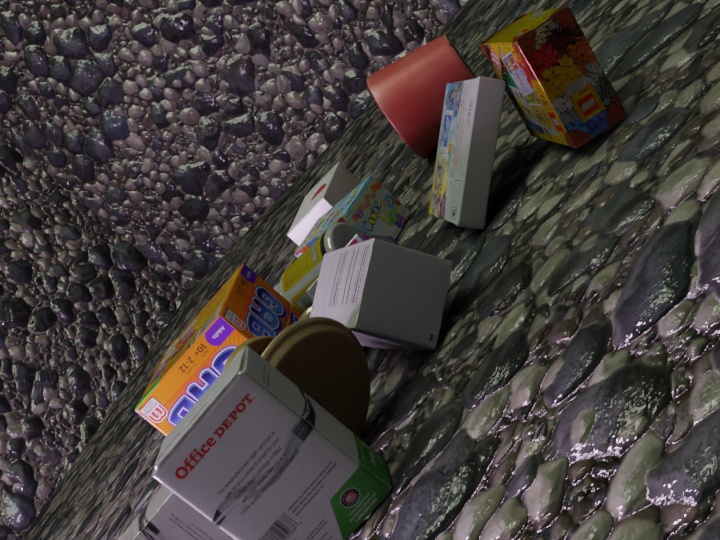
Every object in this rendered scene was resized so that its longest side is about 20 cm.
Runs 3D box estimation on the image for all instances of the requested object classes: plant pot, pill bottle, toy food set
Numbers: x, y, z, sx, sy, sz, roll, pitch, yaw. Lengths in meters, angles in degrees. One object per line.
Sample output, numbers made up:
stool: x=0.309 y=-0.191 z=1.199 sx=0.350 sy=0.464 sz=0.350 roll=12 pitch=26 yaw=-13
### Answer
plant pot: x=0.138 y=-0.352 z=1.871 sx=0.176 sy=0.201 sz=0.201 roll=-36 pitch=15 yaw=14
pill bottle: x=-0.068 y=0.018 z=1.641 sx=0.200 sy=0.114 sz=0.115 roll=-40 pitch=15 yaw=36
toy food set: x=-0.065 y=0.152 z=1.074 sx=0.048 sy=0.201 sz=0.199 roll=11 pitch=27 yaw=44

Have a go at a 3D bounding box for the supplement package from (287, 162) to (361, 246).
supplement package: x=-0.056 y=-0.115 z=1.980 sx=0.121 sy=0.120 sz=0.201 roll=-43 pitch=14 yaw=24

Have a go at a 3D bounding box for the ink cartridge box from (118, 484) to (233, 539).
ink cartridge box: x=-0.194 y=0.325 z=1.097 sx=0.201 sy=0.146 sz=0.084 roll=-49 pitch=13 yaw=0

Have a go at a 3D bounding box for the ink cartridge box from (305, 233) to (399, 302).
ink cartridge box: x=0.000 y=0.000 z=1.444 sx=0.120 sy=0.042 sz=0.200 roll=-48 pitch=-15 yaw=14

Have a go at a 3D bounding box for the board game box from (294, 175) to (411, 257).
board game box: x=-0.016 y=-0.067 z=1.733 sx=0.200 sy=0.103 sz=0.105 roll=-34 pitch=19 yaw=53

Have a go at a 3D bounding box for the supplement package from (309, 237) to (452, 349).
supplement package: x=0.021 y=0.035 z=1.204 sx=0.200 sy=0.112 sz=0.111 roll=168 pitch=116 yaw=-70

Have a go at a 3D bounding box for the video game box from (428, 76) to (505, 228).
video game box: x=0.148 y=-0.168 z=1.356 sx=0.182 sy=0.046 sz=0.203 roll=-141 pitch=58 yaw=-76

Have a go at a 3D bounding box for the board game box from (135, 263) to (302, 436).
board game box: x=-0.177 y=0.156 z=1.413 sx=0.200 sy=0.199 sz=0.200 roll=-46 pitch=13 yaw=17

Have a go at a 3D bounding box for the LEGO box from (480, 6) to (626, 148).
LEGO box: x=0.240 y=-0.246 z=1.209 sx=0.077 sy=0.150 sz=0.200 roll=-33 pitch=13 yaw=2

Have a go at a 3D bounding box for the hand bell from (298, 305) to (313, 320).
hand bell: x=-0.037 y=0.140 z=1.281 sx=0.104 sy=0.104 sz=0.201 roll=-44 pitch=24 yaw=22

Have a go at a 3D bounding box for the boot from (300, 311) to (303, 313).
boot: x=-0.171 y=0.116 z=1.581 sx=0.153 sy=0.203 sz=0.074 roll=-41 pitch=49 yaw=18

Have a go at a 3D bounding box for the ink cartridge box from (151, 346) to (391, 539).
ink cartridge box: x=-0.090 y=0.199 z=0.969 sx=0.147 sy=0.200 sz=0.083 roll=-47 pitch=13 yaw=7
